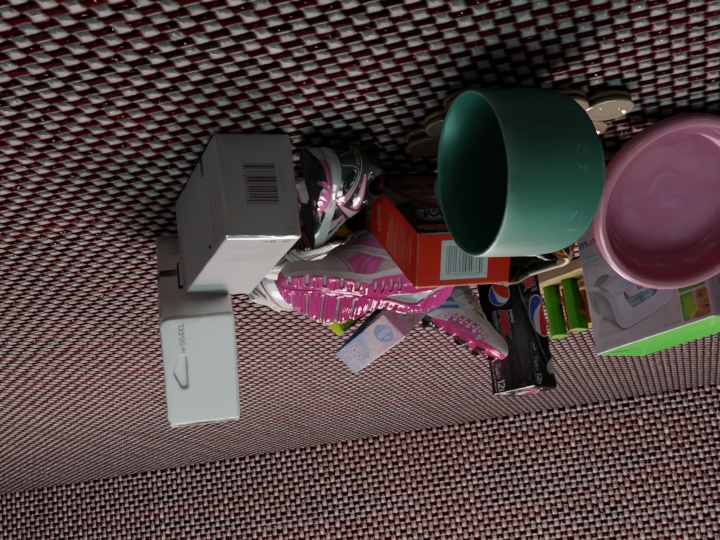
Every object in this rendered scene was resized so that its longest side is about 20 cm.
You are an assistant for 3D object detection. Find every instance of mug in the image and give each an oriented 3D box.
[{"bbox_3d":[0.146,-0.096,1.122,0.114,0.152,0.185,-3,-152,-19],"label":"mug"}]

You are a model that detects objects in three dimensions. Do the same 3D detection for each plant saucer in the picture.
[{"bbox_3d":[0.339,-0.078,1.314,0.200,0.201,0.051,-4,-152,-11],"label":"plant saucer"}]

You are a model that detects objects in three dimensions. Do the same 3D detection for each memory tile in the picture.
[{"bbox_3d":[0.156,-0.147,1.220,0.200,0.017,0.153,-2,163,-20],"label":"memory tile"}]

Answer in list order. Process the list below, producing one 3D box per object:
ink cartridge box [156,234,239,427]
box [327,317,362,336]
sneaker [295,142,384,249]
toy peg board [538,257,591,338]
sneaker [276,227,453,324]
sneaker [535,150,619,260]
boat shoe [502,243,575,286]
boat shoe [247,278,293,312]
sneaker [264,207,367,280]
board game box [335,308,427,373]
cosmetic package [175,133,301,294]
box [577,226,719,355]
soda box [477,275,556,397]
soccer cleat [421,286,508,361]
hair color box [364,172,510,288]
[{"bbox_3d":[-0.189,0.064,1.413,0.084,0.146,0.200,-5,-151,-8],"label":"ink cartridge box"},{"bbox_3d":[0.018,0.016,1.591,0.122,0.048,0.200,-41,178,-24],"label":"box"},{"bbox_3d":[-0.018,-0.079,1.285,0.086,0.081,0.200,-15,172,-11],"label":"sneaker"},{"bbox_3d":[0.385,0.042,1.863,0.199,0.098,0.200,6,161,-39],"label":"toy peg board"},{"bbox_3d":[0.000,0.000,1.355,0.200,0.088,0.081,-1,142,-22],"label":"sneaker"},{"bbox_3d":[0.241,-0.068,1.362,0.200,0.112,0.078,-6,165,-5],"label":"sneaker"},{"bbox_3d":[0.200,-0.014,1.613,0.071,0.063,0.200,29,144,-34],"label":"boat shoe"},{"bbox_3d":[-0.120,0.022,1.625,0.070,0.071,0.200,-12,171,8],"label":"boat shoe"},{"bbox_3d":[-0.045,-0.046,1.414,0.200,0.078,0.082,-14,162,-9],"label":"sneaker"},{"bbox_3d":[0.072,0.030,1.564,0.199,0.043,0.200,-46,-179,-25],"label":"board game box"},{"bbox_3d":[-0.130,-0.054,1.256,0.081,0.113,0.200,-1,162,-22],"label":"cosmetic package"},{"bbox_3d":[0.391,0.002,1.566,0.097,0.177,0.200,4,162,-36],"label":"box"},{"bbox_3d":[0.213,0.071,1.692,0.071,0.200,0.063,-18,162,35],"label":"soda box"},{"bbox_3d":[0.135,0.053,1.680,0.200,0.086,0.070,28,173,42],"label":"soccer cleat"},{"bbox_3d":[0.076,-0.046,1.271,0.101,0.061,0.200,-4,-159,-14],"label":"hair color box"}]
